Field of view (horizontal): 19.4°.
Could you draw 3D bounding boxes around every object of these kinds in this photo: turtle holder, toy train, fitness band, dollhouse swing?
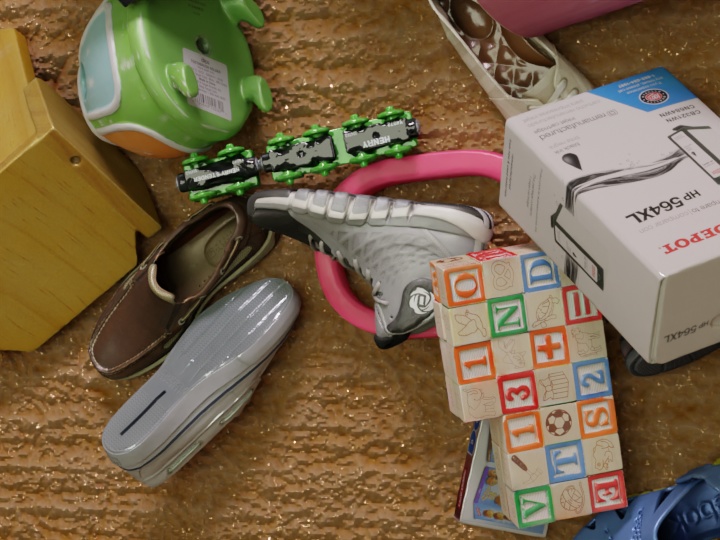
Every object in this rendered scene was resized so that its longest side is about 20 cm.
[{"bbox_3d":[-0.166,-0.178,1.684,0.131,0.141,0.187,-24,92,35],"label":"turtle holder"},{"bbox_3d":[-0.048,-0.089,1.661,0.198,0.056,0.042,-13,87,7],"label":"toy train"},{"bbox_3d":[0.061,-0.020,1.651,0.198,0.037,0.145,-5,84,20],"label":"fitness band"},{"bbox_3d":[-0.296,-0.069,1.786,0.200,0.176,0.182,-39,118,15],"label":"dollhouse swing"}]

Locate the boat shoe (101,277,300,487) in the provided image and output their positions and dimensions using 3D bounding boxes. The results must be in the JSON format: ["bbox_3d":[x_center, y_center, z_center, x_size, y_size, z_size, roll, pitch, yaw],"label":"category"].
[{"bbox_3d":[-0.121,0.090,1.702,0.200,0.067,0.074,-41,45,-4],"label":"boat shoe"}]

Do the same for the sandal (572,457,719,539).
[{"bbox_3d":[0.225,0.193,1.557,0.200,0.087,0.080,-36,79,18],"label":"sandal"}]

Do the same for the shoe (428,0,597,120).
[{"bbox_3d":[0.122,-0.151,1.619,0.070,0.053,0.200,-45,75,14],"label":"shoe"}]

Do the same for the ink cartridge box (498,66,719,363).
[{"bbox_3d":[0.211,-0.043,1.492,0.200,0.145,0.085,49,149,41],"label":"ink cartridge box"}]

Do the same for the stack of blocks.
[{"bbox_3d":[0.124,0.084,1.563,0.114,0.059,0.202,-10,98,-8],"label":"stack of blocks"}]

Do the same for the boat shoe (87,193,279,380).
[{"bbox_3d":[-0.157,0.010,1.709,0.202,0.075,0.075,-47,74,14],"label":"boat shoe"}]

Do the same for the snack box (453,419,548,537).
[{"bbox_3d":[0.127,0.100,1.609,0.071,0.024,0.202,11,95,-11],"label":"snack box"}]

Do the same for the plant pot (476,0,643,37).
[{"bbox_3d":[0.164,-0.269,1.543,0.178,0.199,0.201,-29,79,33],"label":"plant pot"}]

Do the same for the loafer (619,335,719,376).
[{"bbox_3d":[0.275,0.006,1.559,0.199,0.072,0.063,-32,59,11],"label":"loafer"}]

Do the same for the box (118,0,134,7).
[{"bbox_3d":[-0.195,-0.324,1.641,0.104,0.200,0.148,-36,118,14],"label":"box"}]

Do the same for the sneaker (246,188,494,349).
[{"bbox_3d":[0.000,0.000,1.616,0.198,0.075,0.117,6,91,20],"label":"sneaker"}]
